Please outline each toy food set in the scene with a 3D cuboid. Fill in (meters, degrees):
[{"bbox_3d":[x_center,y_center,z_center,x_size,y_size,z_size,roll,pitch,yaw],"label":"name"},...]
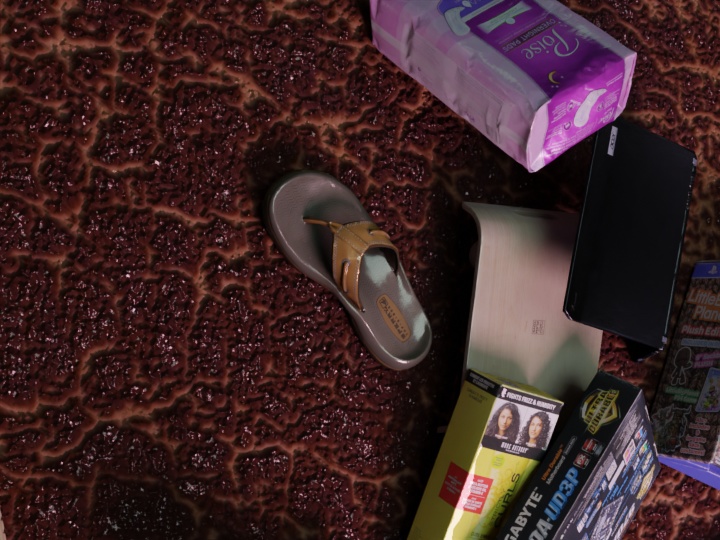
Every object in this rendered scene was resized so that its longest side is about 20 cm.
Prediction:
[{"bbox_3d":[0.140,0.046,1.100,0.143,0.060,0.202,4,95,-29],"label":"toy food set"}]

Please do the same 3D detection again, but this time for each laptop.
[{"bbox_3d":[0.231,-0.022,1.108,0.103,0.200,0.179,12,82,4],"label":"laptop"}]

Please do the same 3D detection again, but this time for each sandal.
[{"bbox_3d":[0.000,0.000,1.017,0.082,0.054,0.201,-41,108,-24],"label":"sandal"}]

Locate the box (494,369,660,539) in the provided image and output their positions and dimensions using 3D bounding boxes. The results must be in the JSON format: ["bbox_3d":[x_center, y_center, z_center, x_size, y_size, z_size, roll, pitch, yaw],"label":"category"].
[{"bbox_3d":[0.187,0.208,1.077,0.201,0.046,0.159,-55,147,-19],"label":"box"}]

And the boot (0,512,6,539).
[{"bbox_3d":[-0.320,0.221,0.821,0.165,0.072,0.202,-4,94,-31],"label":"boot"}]

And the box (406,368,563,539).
[{"bbox_3d":[0.095,0.188,1.041,0.075,0.050,0.201,19,94,-32],"label":"box"}]

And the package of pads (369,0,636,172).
[{"bbox_3d":[0.111,-0.179,1.017,0.120,0.200,0.076,-33,148,-24],"label":"package of pads"}]

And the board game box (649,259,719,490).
[{"bbox_3d":[0.382,0.112,1.204,0.159,0.097,0.201,26,77,-26],"label":"board game box"}]
